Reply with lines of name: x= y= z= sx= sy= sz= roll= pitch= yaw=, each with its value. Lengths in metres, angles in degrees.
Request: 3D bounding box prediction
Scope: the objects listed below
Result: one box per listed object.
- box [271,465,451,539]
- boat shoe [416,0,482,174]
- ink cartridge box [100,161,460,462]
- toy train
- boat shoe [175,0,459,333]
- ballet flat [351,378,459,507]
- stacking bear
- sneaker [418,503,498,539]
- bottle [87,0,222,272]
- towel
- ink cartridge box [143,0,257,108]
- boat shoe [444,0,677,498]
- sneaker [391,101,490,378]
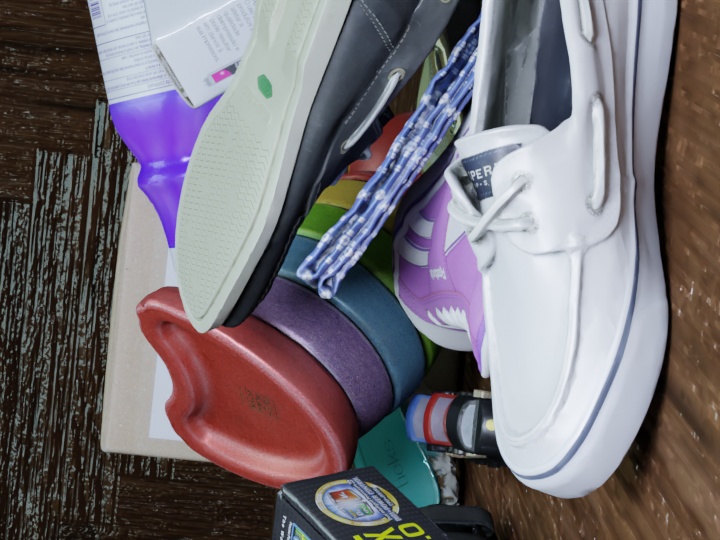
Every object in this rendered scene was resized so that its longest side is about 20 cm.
box: x=0.016 y=0.197 z=0.712 sx=0.160 sy=0.044 sz=0.201 roll=40 pitch=129 yaw=48
boat shoe: x=0.058 y=-0.133 z=0.907 sx=0.063 sy=0.073 sz=0.202 roll=-173 pitch=87 yaw=-77
ink cartridge box: x=-0.042 y=0.029 z=1.115 sx=0.075 sy=0.198 sz=0.166 roll=-179 pitch=94 yaw=-85
toy train: x=0.049 y=0.070 z=0.876 sx=0.200 sy=0.045 sz=0.034 roll=140 pitch=136 yaw=-84
boat shoe: x=-0.019 y=-0.053 z=0.759 sx=0.201 sy=0.067 sz=0.072 roll=-63 pitch=38 yaw=32
ballet flat: x=0.001 y=0.047 z=1.051 sx=0.072 sy=0.071 sz=0.201 roll=151 pitch=99 yaw=-84
stacking bear: x=0.000 y=0.000 z=0.957 sx=0.200 sy=0.113 sz=0.122 roll=-52 pitch=-29 yaw=-30
sneaker: x=0.032 y=0.142 z=0.835 sx=0.200 sy=0.070 sz=0.100 roll=97 pitch=173 yaw=-72
bottle: x=-0.096 y=-0.101 z=1.037 sx=0.083 sy=0.065 sz=0.202 roll=-7 pitch=97 yaw=44
towel: x=0.035 y=-0.076 z=0.800 sx=0.201 sy=0.024 sz=0.145 roll=-55 pitch=0 yaw=1
ink cartridge box: x=-0.005 y=-0.171 z=0.845 sx=0.043 sy=0.199 sz=0.197 roll=60 pitch=-173 yaw=-32
boat shoe: x=0.058 y=-0.028 z=0.647 sx=0.073 sy=0.065 sz=0.202 roll=-18 pitch=62 yaw=50
sneaker: x=0.052 y=0.014 z=0.780 sx=0.201 sy=0.072 sz=0.115 roll=105 pitch=166 yaw=-64
